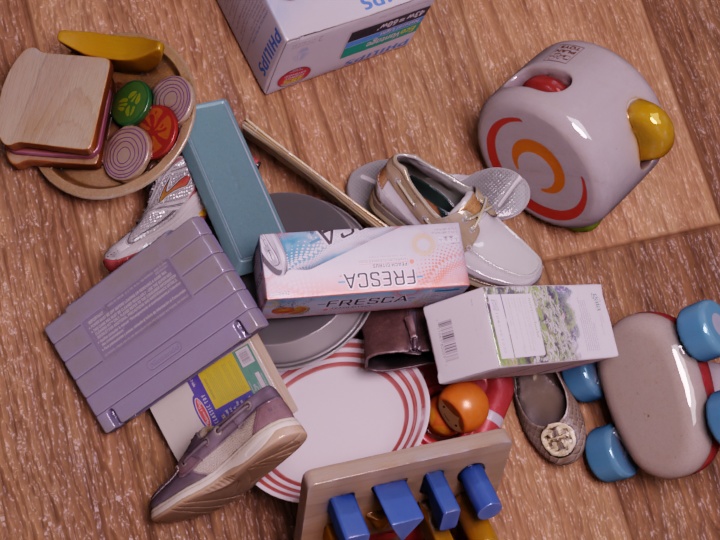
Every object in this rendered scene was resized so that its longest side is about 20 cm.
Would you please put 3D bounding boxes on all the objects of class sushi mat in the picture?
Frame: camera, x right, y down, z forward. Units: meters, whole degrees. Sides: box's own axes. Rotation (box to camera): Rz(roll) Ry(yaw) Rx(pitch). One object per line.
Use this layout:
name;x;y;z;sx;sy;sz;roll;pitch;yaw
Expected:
sushi mat;-0.046;-0.094;1.257;0.200;0.096;0.012;37;88;-3

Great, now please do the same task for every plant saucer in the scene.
plant saucer;-0.131;-0.090;1.197;0.070;0.019;0.200;-16;68;-23

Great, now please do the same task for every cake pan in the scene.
cake pan;-0.082;0.003;1.202;0.200;0.037;0.200;-3;63;6

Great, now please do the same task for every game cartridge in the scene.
game cartridge;-0.199;0.051;1.137;0.200;0.038;0.130;-34;79;18

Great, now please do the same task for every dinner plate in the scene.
dinner plate;-0.028;0.150;1.171;0.200;0.024;0.200;-9;43;9

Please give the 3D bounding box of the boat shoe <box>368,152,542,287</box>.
boat shoe;0.102;-0.048;1.212;0.200;0.068;0.075;30;49;8

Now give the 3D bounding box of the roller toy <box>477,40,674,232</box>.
roller toy;0.236;-0.154;1.305;0.182;0.200;0.140;45;66;7

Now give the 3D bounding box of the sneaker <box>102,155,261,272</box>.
sneaker;-0.194;-0.067;1.221;0.082;0.078;0.200;40;58;6

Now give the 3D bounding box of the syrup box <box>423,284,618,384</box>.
syrup box;0.163;0.061;1.175;0.200;0.081;0.079;0;74;-46

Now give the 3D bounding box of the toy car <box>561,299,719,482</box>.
toy car;0.359;0.129;1.289;0.200;0.184;0.177;0;70;-47

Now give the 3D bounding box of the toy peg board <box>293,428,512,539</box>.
toy peg board;0.047;0.263;1.101;0.200;0.199;0.098;-10;47;-19

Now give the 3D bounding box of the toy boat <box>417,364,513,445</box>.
toy boat;0.088;0.147;1.197;0.130;0.131;0.200;28;67;-7

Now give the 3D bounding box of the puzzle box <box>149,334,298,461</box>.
puzzle box;-0.163;0.082;1.157;0.133;0.025;0.200;-30;85;18

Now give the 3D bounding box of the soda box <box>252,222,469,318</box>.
soda box;0.000;0.000;1.136;0.200;0.064;0.068;-4;71;-14

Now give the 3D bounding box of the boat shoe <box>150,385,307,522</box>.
boat shoe;-0.130;0.175;1.108;0.072;0.200;0.065;5;54;-47

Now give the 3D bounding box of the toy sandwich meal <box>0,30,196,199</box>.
toy sandwich meal;-0.266;-0.166;1.193;0.205;0.070;0.205;-4;72;13

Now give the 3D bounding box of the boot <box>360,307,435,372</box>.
boot;0.087;0.033;1.232;0.200;0.072;0.166;-8;43;-5

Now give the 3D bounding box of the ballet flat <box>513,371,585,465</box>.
ballet flat;0.188;0.112;1.272;0.067;0.046;0.200;-20;75;15

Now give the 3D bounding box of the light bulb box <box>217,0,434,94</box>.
light bulb box;-0.053;-0.334;1.312;0.198;0.125;0.200;-23;80;-22

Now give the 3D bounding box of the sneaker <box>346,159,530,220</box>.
sneaker;0.084;-0.076;1.305;0.200;0.080;0.071;6;79;6
